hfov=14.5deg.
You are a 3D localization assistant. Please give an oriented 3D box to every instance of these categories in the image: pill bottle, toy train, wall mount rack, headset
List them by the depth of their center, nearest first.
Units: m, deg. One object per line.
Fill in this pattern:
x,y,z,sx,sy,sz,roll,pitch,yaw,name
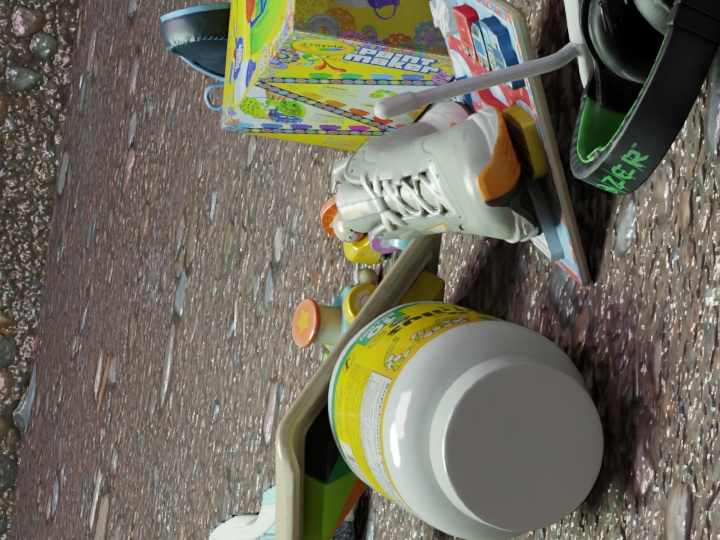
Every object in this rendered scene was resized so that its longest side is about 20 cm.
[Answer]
0.134,-0.136,1.318,0.123,0.093,0.201,138,154,-69,headset
0.077,-0.161,1.375,0.074,0.174,0.201,14,129,38,wall mount rack
0.056,0.079,1.473,0.200,0.112,0.114,-162,80,-77,pill bottle
0.000,0.000,1.868,0.150,0.055,0.201,-119,40,-69,toy train

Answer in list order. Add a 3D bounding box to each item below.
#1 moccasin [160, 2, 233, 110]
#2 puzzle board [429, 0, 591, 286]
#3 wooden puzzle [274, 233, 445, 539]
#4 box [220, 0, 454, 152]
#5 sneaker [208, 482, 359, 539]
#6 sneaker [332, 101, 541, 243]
-0.063,-0.148,2.018,0.080,0.199,0.069,-8,81,39,moccasin
0.076,-0.084,1.555,0.200,0.017,0.152,-128,22,-72,puzzle board
0.004,0.077,1.657,0.201,0.037,0.185,-59,-14,-29,wooden puzzle
-0.007,-0.208,1.880,0.193,0.121,0.202,135,141,-66,box
-0.057,0.207,1.939,0.200,0.077,0.087,127,145,-63,sneaker
0.036,-0.042,1.533,0.200,0.091,0.076,-156,47,-80,sneaker
